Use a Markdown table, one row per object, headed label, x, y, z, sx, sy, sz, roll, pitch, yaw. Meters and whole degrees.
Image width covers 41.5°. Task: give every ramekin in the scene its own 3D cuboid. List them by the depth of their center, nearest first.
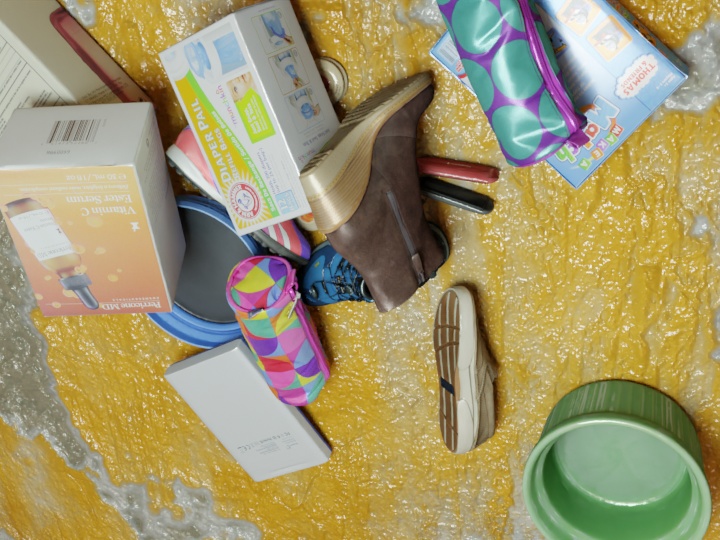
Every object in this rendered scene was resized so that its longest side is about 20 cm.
| label | x | y | z | sx | sy | sz | roll | pitch | yaw |
| --- | --- | --- | --- | --- | --- | --- | --- | --- | --- |
| ramekin | 0.282 | 0.221 | 1.044 | 0.196 | 0.098 | 0.204 | 9 | 119 | 17 |

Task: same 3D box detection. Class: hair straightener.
| label | x | y | z | sx | sy | sz | roll | pitch | yaw |
| --- | --- | --- | --- | --- | --- | --- | --- | --- | --- |
| hair straightener | 0.047 | -0.085 | 1.010 | 0.195 | 0.041 | 0.078 | 10 | 119 | 11 |

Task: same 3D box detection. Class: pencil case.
| label | x | y | z | sx | sy | sz | roll | pitch | yaw |
| --- | --- | --- | --- | --- | --- | --- | --- | --- | --- |
| pencil case | 0.134 | -0.199 | 0.850 | 0.092 | 0.085 | 0.203 | -2 | 119 | 55 |
| pencil case | -0.090 | 0.071 | 1.083 | 0.086 | 0.090 | 0.202 | 6 | 143 | 18 |

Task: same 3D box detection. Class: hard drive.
| label | x | y | z | sx | sy | sz | roll | pitch | yaw |
| --- | --- | --- | --- | --- | --- | --- | --- | --- | --- |
| hard drive | -0.142 | 0.182 | 1.209 | 0.130 | 0.026 | 0.201 | -21 | 117 | 31 |

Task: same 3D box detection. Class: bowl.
| label | x | y | z | sx | sy | sz | roll | pitch | yaw |
| --- | --- | --- | --- | --- | --- | --- | --- | --- | --- |
| bowl | -0.194 | 0.001 | 1.142 | 0.196 | 0.040 | 0.204 | 10 | 124 | 15 |

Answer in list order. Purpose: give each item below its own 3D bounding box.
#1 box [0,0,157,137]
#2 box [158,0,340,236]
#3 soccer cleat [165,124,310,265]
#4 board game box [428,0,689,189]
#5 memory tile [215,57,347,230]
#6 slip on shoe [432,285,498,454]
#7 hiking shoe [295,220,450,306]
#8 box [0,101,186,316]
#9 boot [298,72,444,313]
| label | x | y | z | sx | sy | sz | roll | pitch | yaw |
| --- | --- | --- | --- | --- | --- | --- | --- | --- | --- |
| box | -0.351 | -0.199 | 1.069 | 0.200 | 0.109 | 0.127 | 46 | 123 | -6 |
| box | -0.099 | -0.154 | 0.963 | 0.111 | 0.101 | 0.203 | -16 | 104 | 35 |
| soccer cleat | -0.121 | -0.086 | 1.048 | 0.199 | 0.068 | 0.074 | 41 | 89 | -12 |
| board game box | 0.185 | -0.199 | 0.903 | 0.199 | 0.037 | 0.152 | 42 | 123 | -2 |
| memory tile | -0.095 | -0.147 | 1.051 | 0.150 | 0.017 | 0.204 | 16 | 121 | 13 |
| slip on shoe | 0.125 | 0.111 | 1.076 | 0.059 | 0.076 | 0.205 | -10 | 109 | -18 |
| hiking shoe | 0.000 | 0.000 | 1.047 | 0.197 | 0.087 | 0.075 | -19 | 108 | 28 |
| box | -0.279 | -0.061 | 1.002 | 0.148 | 0.108 | 0.203 | -3 | 133 | 3 |
| boot | 0.037 | -0.081 | 0.950 | 0.072 | 0.200 | 0.168 | -1 | 130 | 54 |
